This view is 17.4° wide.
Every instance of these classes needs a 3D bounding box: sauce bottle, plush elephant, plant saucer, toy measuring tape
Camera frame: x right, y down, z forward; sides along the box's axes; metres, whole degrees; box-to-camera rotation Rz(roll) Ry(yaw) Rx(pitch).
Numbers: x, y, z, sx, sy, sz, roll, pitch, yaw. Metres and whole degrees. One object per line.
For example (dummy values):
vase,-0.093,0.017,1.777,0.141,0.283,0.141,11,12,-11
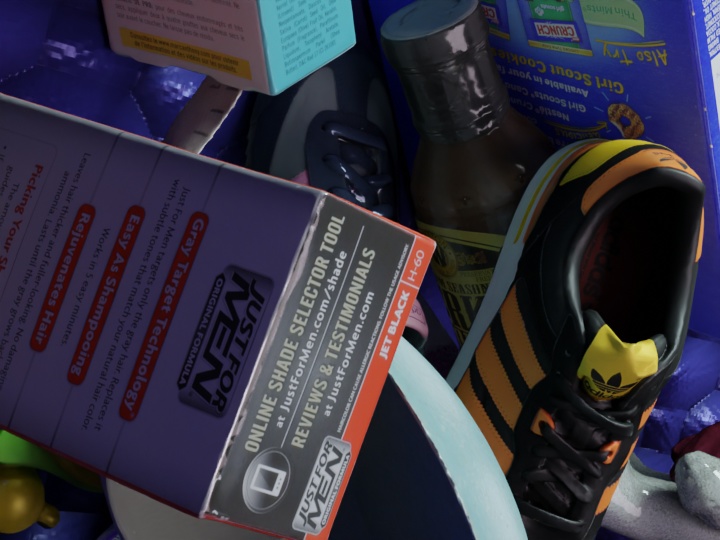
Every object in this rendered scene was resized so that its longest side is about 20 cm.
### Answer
sauce bottle,0.057,-0.013,0.932,0.065,0.065,0.200,-39,119,-35
plush elephant,0.205,0.074,1.101,0.155,0.200,0.165,-66,164,-1
plant saucer,0.013,0.084,0.789,0.039,0.201,0.201,-22,124,-21
toy measuring tape,-0.073,0.013,0.857,0.200,0.073,0.074,-57,141,-12

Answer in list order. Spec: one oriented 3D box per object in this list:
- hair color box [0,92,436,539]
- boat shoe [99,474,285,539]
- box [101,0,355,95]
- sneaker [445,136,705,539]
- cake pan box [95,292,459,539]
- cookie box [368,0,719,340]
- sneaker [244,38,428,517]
hair color box,-0.082,0.007,0.739,0.061,0.200,0.102,24,87,-49
boat shoe,-0.038,0.123,0.820,0.070,0.072,0.201,-18,108,-1
box,-0.057,-0.165,0.799,0.049,0.082,0.200,-36,131,-39
sneaker,0.073,0.046,0.853,0.070,0.090,0.200,18,87,-13
cake pan box,0.000,0.134,0.960,0.200,0.052,0.184,-42,103,-34
cookie box,0.089,-0.089,0.944,0.075,0.171,0.200,-41,134,-32
sneaker,0.000,0.000,0.904,0.070,0.082,0.200,7,79,-34
